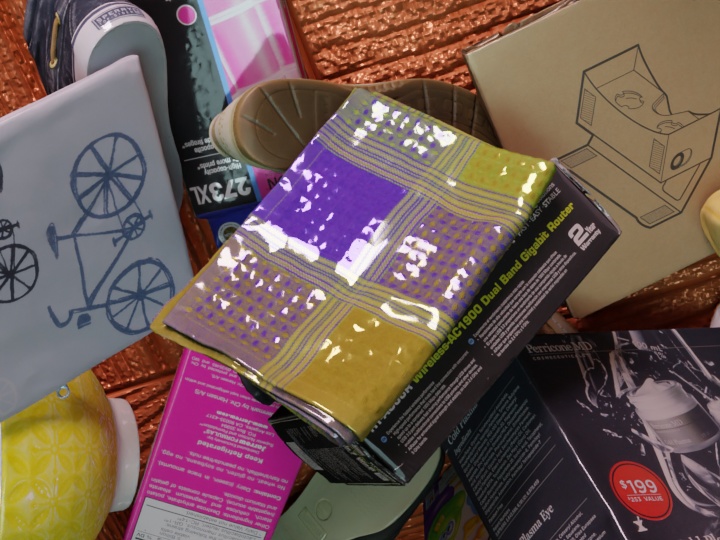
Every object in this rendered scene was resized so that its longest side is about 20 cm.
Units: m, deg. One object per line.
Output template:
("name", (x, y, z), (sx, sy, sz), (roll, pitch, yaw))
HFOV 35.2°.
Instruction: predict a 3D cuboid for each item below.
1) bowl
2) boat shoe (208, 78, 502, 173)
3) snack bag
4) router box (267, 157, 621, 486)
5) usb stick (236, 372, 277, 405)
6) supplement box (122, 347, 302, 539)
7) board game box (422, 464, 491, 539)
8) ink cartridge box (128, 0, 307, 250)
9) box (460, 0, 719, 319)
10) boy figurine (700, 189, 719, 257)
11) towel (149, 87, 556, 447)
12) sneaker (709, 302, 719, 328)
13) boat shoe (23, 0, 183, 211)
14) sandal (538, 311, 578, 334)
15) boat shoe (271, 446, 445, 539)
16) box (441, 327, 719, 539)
("bowl", (-0.217, 0.129, 0.790), (0.107, 0.200, 0.200), (2, 119, -29))
("boat shoe", (0.007, -0.082, 0.719), (0.200, 0.063, 0.073), (-1, 91, -27))
("snack bag", (-0.189, -0.004, 0.653), (0.200, 0.021, 0.189), (-33, 135, -29))
("router box", (0.045, 0.036, 0.677), (0.062, 0.150, 0.200), (45, 72, -4))
("usb stick", (0.000, 0.000, 0.684), (0.200, 0.055, 0.033), (-45, 148, 11))
("supplement box", (-0.094, 0.116, 0.809), (0.103, 0.101, 0.200), (19, 115, -9))
("board game box", (0.114, 0.211, 0.794), (0.103, 0.200, 0.105), (31, 113, -13))
("ink cartridge box", (-0.078, -0.099, 0.742), (0.094, 0.037, 0.200), (-12, 117, 7))
("box", (0.175, -0.087, 0.732), (0.163, 0.021, 0.200), (-26, 112, 2))
("boy figurine", (0.312, -0.008, 0.738), (0.200, 0.064, 0.125), (9, 107, -11))
("towel", (-0.002, -0.011, 0.612), (0.143, 0.200, 0.023), (29, 157, 28))
("sneaker", (0.286, 0.103, 0.796), (0.076, 0.092, 0.200), (-1, 116, 1))
("boat shoe", (-0.165, -0.096, 0.727), (0.071, 0.091, 0.200), (-22, 140, -30))
("sandal", (0.106, 0.054, 0.790), (0.211, 0.070, 0.078), (32, 113, -13))
("boat shoe", (-0.009, 0.192, 0.869), (0.201, 0.074, 0.063), (-46, 143, 10))
("box", (0.182, 0.136, 0.709), (0.200, 0.182, 0.104), (0, 134, -32))
